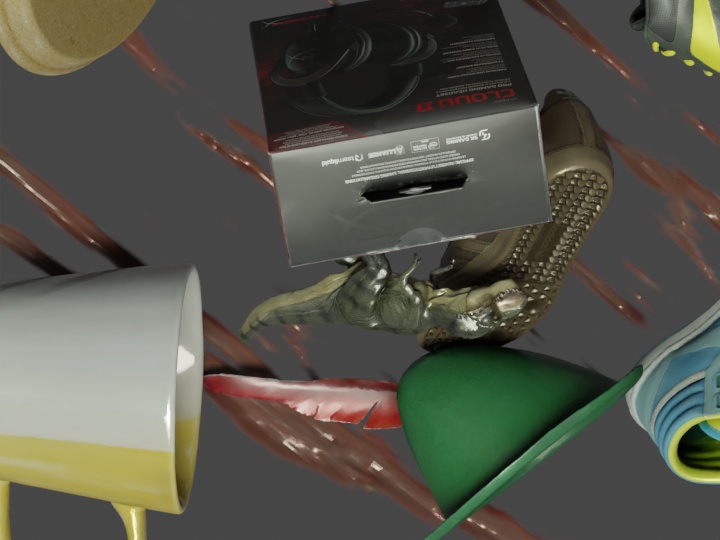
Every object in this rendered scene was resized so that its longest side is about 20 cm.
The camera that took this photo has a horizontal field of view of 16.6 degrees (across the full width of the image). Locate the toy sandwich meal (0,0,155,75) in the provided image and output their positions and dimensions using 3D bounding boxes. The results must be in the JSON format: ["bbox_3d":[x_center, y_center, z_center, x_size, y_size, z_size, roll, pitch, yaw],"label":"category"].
[{"bbox_3d":[-0.162,-0.207,1.339,0.070,0.205,0.206,20,119,23],"label":"toy sandwich meal"}]

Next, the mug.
[{"bbox_3d":[-0.178,0.084,1.473,0.153,0.187,0.149,2,157,2],"label":"mug"}]

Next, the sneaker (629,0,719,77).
[{"bbox_3d":[0.207,-0.147,1.453,0.085,0.075,0.200,-29,108,15],"label":"sneaker"}]

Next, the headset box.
[{"bbox_3d":[0.020,-0.081,1.386,0.148,0.200,0.077,-10,118,0],"label":"headset box"}]

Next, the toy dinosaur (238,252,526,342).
[{"bbox_3d":[0.000,0.000,1.484,0.200,0.047,0.088,-2,100,32],"label":"toy dinosaur"}]

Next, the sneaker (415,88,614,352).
[{"bbox_3d":[0.094,-0.026,1.504,0.070,0.076,0.200,15,137,-24],"label":"sneaker"}]

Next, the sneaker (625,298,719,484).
[{"bbox_3d":[0.258,0.057,1.522,0.080,0.131,0.200,39,106,-21],"label":"sneaker"}]

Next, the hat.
[{"bbox_3d":[0.047,0.056,1.530,0.176,0.200,0.166,51,149,8],"label":"hat"}]
